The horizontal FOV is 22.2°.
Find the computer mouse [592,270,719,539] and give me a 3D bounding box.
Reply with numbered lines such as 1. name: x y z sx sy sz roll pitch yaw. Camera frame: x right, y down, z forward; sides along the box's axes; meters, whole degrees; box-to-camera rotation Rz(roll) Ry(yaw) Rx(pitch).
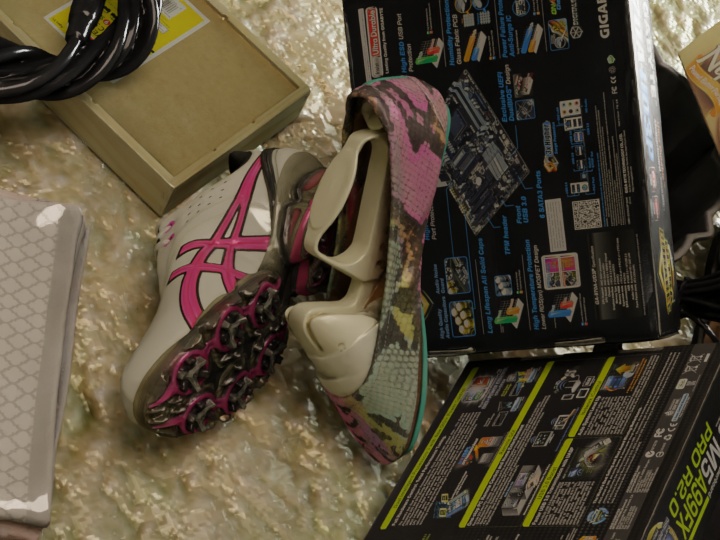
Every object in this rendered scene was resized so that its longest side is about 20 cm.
1. computer mouse: 0.164 0.096 0.979 0.046 0.140 0.201 -5 96 -37

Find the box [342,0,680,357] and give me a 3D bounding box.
1. box: 0.078 -0.057 0.963 0.046 0.158 0.201 -7 91 -66

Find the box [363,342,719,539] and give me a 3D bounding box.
1. box: 0.087 0.119 0.893 0.044 0.160 0.200 60 42 -26

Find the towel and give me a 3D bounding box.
1. towel: -0.232 0.027 0.887 0.190 0.032 0.201 13 51 -16

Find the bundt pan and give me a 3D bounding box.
1. bundt pan: 0.113 -0.065 1.086 0.201 0.076 0.203 13 51 -17

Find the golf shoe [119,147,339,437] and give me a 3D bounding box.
1. golf shoe: -0.076 0.009 0.958 0.092 0.073 0.200 17 45 22

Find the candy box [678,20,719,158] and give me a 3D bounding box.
1. candy box: 0.288 -0.070 1.134 0.199 0.055 0.116 24 39 -41

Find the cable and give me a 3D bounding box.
1. cable: -0.204 -0.154 0.991 0.200 0.051 0.164 -28 77 -39

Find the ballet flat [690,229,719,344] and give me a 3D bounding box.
1. ballet flat: 0.234 0.020 1.083 0.068 0.069 0.201 16 48 7

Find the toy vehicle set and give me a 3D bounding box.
1. toy vehicle set: -0.139 -0.135 1.050 0.200 0.027 0.124 44 50 9

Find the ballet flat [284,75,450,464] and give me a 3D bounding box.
1. ballet flat: 0.000 0.000 0.935 0.071 0.069 0.201 1 100 -38
